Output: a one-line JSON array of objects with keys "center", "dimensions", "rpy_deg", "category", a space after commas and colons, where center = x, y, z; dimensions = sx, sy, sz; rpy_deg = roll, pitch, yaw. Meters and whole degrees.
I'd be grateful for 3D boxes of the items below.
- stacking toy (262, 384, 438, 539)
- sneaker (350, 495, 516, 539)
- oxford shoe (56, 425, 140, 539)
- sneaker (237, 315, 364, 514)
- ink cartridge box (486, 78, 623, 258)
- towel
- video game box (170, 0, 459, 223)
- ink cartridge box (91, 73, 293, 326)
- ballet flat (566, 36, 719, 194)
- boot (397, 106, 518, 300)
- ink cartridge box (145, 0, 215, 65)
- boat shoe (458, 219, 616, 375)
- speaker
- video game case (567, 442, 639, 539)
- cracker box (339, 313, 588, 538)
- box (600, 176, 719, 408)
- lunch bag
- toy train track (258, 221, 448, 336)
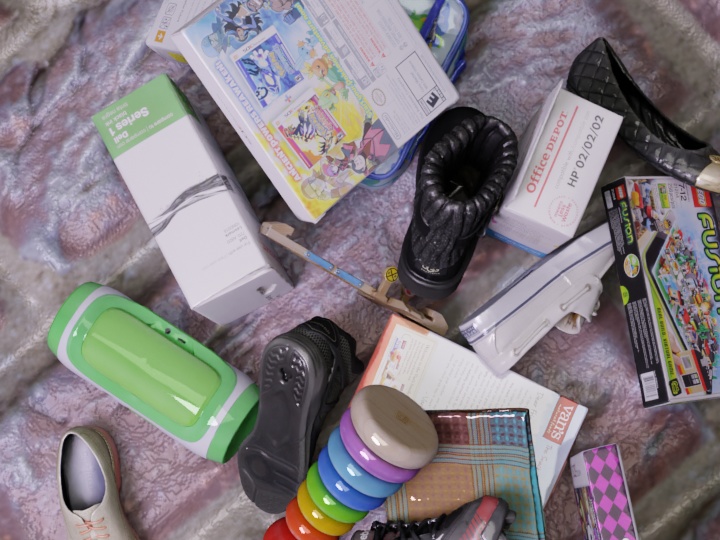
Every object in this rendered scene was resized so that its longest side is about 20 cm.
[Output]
[{"center": [-0.018, 0.194, 1.262], "dimensions": [0.085, 0.085, 0.201], "rpy_deg": [41, 118, 10], "category": "stacking toy"}, {"center": [0.044, 0.247, 1.257], "dimensions": [0.098, 0.071, 0.200], "rpy_deg": [45, 115, -1], "category": "sneaker"}, {"center": [-0.243, 0.240, 1.335], "dimensions": [0.070, 0.074, 0.202], "rpy_deg": [-19, 80, 2], "category": "oxford shoe"}, {"center": [-0.050, 0.126, 1.323], "dimensions": [0.076, 0.114, 0.201], "rpy_deg": [25, 123, 22], "category": "sneaker"}, {"center": [0.168, -0.085, 1.282], "dimensions": [0.067, 0.200, 0.116], "rpy_deg": [23, 84, 1], "category": "ink cartridge box"}, {"center": [0.090, 0.218, 1.282], "dimensions": [0.145, 0.022, 0.203], "rpy_deg": [-3, 106, 18], "category": "towel"}, {"center": [-0.036, -0.176, 1.273], "dimensions": [0.182, 0.047, 0.201], "rpy_deg": [-41, 107, -18], "category": "video game box"}, {"center": [-0.149, -0.059, 1.337], "dimensions": [0.084, 0.146, 0.202], "rpy_deg": [-29, 79, 2], "category": "ink cartridge box"}, {"center": [0.266, -0.137, 1.334], "dimensions": [0.200, 0.066, 0.057], "rpy_deg": [44, 120, 25], "category": "ballet flat"}, {"center": [0.091, -0.094, 1.271], "dimensions": [0.078, 0.159, 0.213], "rpy_deg": [12, 56, 0], "category": "boot"}, {"center": [-0.089, -0.279, 1.375], "dimensions": [0.198, 0.047, 0.200], "rpy_deg": [18, 81, 36], "category": "ink cartridge box"}, {"center": [0.181, 0.023, 1.319], "dimensions": [0.199, 0.071, 0.070], "rpy_deg": [-36, 91, -24], "category": "boat shoe"}, {"center": [-0.188, 0.093, 1.349], "dimensions": [0.199, 0.088, 0.089], "rpy_deg": [32, 85, 9], "category": "speaker"}, {"center": [0.216, 0.251, 1.238], "dimensions": [0.035, 0.181, 0.203], "rpy_deg": [-11, 81, 3], "category": "video game case"}, {"center": [0.090, 0.144, 1.329], "dimensions": [0.198, 0.058, 0.135], "rpy_deg": [26, 86, 9], "category": "cracker box"}, {"center": [0.283, 0.017, 1.313], "dimensions": [0.109, 0.035, 0.203], "rpy_deg": [-4, 79, -34], "category": "box"}, {"center": [0.007, -0.188, 1.378], "dimensions": [0.159, 0.082, 0.202], "rpy_deg": [28, 86, 6], "category": "lunch bag"}, {"center": [0.000, 0.000, 1.310], "dimensions": [0.199, 0.114, 0.033], "rpy_deg": [29, 85, -24], "category": "toy train track"}]
